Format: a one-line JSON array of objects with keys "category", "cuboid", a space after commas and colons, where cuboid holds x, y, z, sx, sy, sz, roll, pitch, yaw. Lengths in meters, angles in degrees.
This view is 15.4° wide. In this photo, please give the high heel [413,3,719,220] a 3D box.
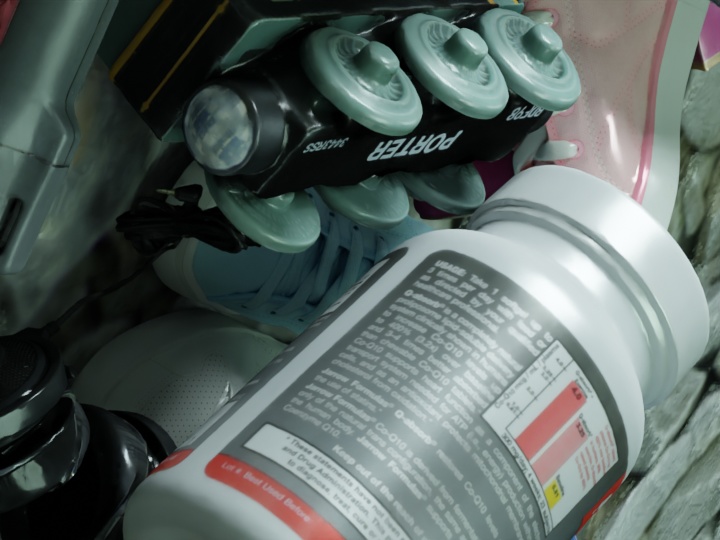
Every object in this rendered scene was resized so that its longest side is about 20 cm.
[{"category": "high heel", "cuboid": [0.086, -0.100, 1.112, 0.200, 0.067, 0.096, -33, 114, -24]}]

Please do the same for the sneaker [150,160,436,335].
[{"category": "sneaker", "cuboid": [0.000, 0.000, 1.023, 0.200, 0.082, 0.074, 16, 99, -59]}]

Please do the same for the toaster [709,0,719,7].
[{"category": "toaster", "cuboid": [0.139, -0.201, 0.988, 0.113, 0.129, 0.200, -26, 116, 13]}]

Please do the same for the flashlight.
[{"category": "flashlight", "cuboid": [-0.098, -0.105, 0.816, 0.068, 0.068, 0.200, 21, 102, -23]}]

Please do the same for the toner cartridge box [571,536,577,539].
[{"category": "toner cartridge box", "cuboid": [0.062, 0.166, 0.930, 0.043, 0.200, 0.095, 0, 121, -10]}]

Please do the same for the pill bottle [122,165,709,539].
[{"category": "pill bottle", "cuboid": [0.025, 0.058, 0.908, 0.200, 0.116, 0.116, -42, 144, -29]}]

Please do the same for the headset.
[{"category": "headset", "cuboid": [-0.098, 0.064, 0.898, 0.124, 0.094, 0.200, 44, 58, -45]}]

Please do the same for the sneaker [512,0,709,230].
[{"category": "sneaker", "cuboid": [0.072, -0.071, 1.039, 0.075, 0.104, 0.201, -31, -139, 62]}]

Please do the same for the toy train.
[{"category": "toy train", "cuboid": [-0.006, -0.076, 0.925, 0.085, 0.114, 0.200, -48, 161, 30]}]

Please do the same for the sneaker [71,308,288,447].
[{"category": "sneaker", "cuboid": [-0.017, 0.072, 1.022, 0.200, 0.115, 0.074, 4, 112, -55]}]
